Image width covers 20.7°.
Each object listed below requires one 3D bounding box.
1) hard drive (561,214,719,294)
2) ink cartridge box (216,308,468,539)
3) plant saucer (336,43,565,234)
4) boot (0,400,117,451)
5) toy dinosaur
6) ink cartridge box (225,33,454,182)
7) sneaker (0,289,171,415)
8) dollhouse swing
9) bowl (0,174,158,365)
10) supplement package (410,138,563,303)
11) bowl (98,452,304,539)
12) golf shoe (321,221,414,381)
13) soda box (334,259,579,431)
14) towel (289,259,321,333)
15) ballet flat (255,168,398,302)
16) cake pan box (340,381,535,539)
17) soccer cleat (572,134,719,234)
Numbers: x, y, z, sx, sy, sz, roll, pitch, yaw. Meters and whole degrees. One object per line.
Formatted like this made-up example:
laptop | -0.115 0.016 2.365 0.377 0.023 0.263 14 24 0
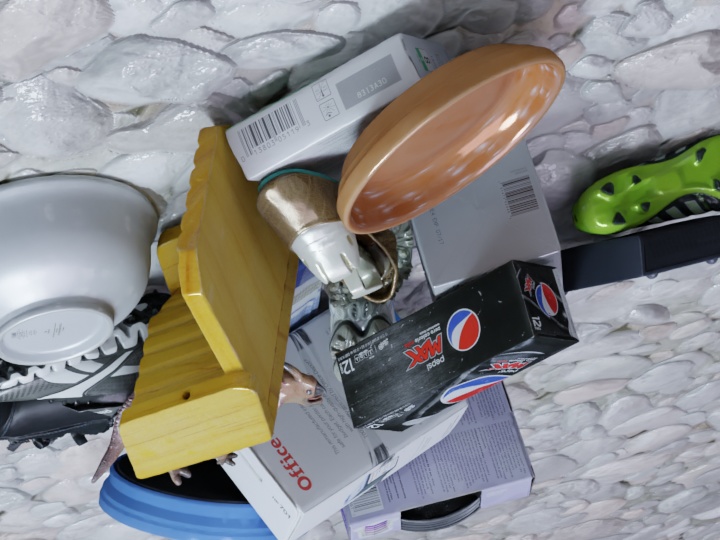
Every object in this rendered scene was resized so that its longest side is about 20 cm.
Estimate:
hard drive | 0.241 -0.012 1.761 0.134 0.043 0.200 -13 179 -26
ink cartridge box | -0.029 0.128 1.774 0.200 0.147 0.086 -31 164 -27
plant saucer | 0.061 -0.102 1.452 0.200 0.038 0.200 -34 165 -10
boot | -0.294 0.109 1.746 0.162 0.074 0.198 -5 160 -17
toy dinosaur | -0.136 0.108 1.633 0.199 0.086 0.136 -16 156 -11
ink cartridge box | 0.012 -0.118 1.517 0.161 0.050 0.200 -28 171 23
sneaker | -0.237 0.090 1.667 0.199 0.066 0.091 -21 116 -29
dollhouse swing | -0.142 0.015 1.510 0.181 0.201 0.176 -19 133 27
bowl | -0.249 0.014 1.558 0.200 0.091 0.201 -14 154 -7
supplement package | 0.106 -0.015 1.674 0.109 0.114 0.200 -16 159 1
bowl | -0.142 0.207 1.840 0.200 0.040 0.201 7 -171 -1
golf shoe | 0.000 0.000 1.697 0.078 0.097 0.201 1 128 -7
soda box | 0.076 0.064 1.596 0.200 0.071 0.063 -30 156 36
towel | -0.092 0.049 1.734 0.147 0.024 0.200 -35 163 -25
ballet flat | -0.017 -0.018 1.528 0.068 0.073 0.200 -24 157 12
cake pan box | 0.052 0.147 1.877 0.183 0.201 0.052 -16 153 -6
soccer cleat | 0.278 -0.075 1.730 0.199 0.068 0.081 -14 179 -14
